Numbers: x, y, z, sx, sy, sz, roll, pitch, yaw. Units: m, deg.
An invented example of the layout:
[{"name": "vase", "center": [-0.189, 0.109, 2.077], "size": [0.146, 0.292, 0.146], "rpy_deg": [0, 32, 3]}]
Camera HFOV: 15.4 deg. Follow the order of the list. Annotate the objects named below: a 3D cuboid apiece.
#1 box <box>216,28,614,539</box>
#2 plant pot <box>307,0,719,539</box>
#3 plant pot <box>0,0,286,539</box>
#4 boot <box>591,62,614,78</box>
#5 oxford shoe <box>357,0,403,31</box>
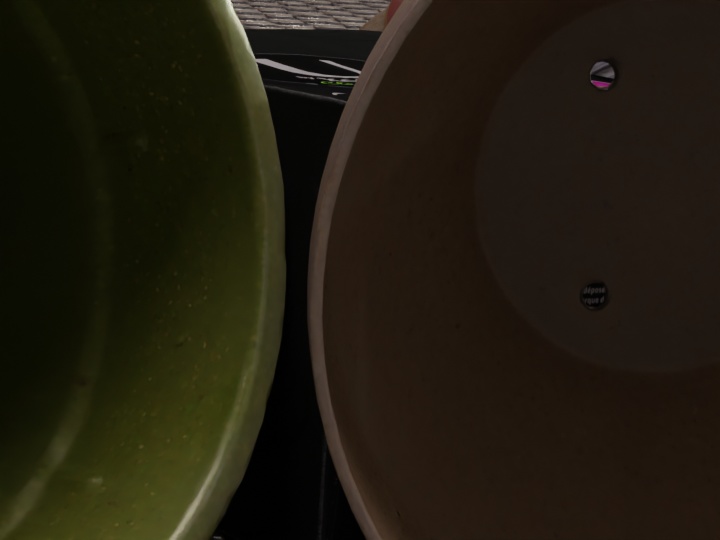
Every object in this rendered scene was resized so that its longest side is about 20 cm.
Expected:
[{"name": "box", "center": [0.000, 0.000, 0.760], "size": [0.148, 0.125, 0.200], "rpy_deg": [-1, 10, -32]}, {"name": "plant pot", "center": [0.082, -0.007, 0.595], "size": [0.199, 0.201, 0.134], "rpy_deg": [2, 11, -7]}, {"name": "plant pot", "center": [-0.152, -0.004, 0.635], "size": [0.190, 0.201, 0.200], "rpy_deg": [-5, 2, 40]}, {"name": "boot", "center": [0.138, 0.001, 0.946], "size": [0.073, 0.096, 0.200], "rpy_deg": [-9, -28, 39]}, {"name": "oxford shoe", "center": [0.073, -0.036, 1.012], "size": [0.075, 0.200, 0.071], "rpy_deg": [-34, 25, 41]}]
